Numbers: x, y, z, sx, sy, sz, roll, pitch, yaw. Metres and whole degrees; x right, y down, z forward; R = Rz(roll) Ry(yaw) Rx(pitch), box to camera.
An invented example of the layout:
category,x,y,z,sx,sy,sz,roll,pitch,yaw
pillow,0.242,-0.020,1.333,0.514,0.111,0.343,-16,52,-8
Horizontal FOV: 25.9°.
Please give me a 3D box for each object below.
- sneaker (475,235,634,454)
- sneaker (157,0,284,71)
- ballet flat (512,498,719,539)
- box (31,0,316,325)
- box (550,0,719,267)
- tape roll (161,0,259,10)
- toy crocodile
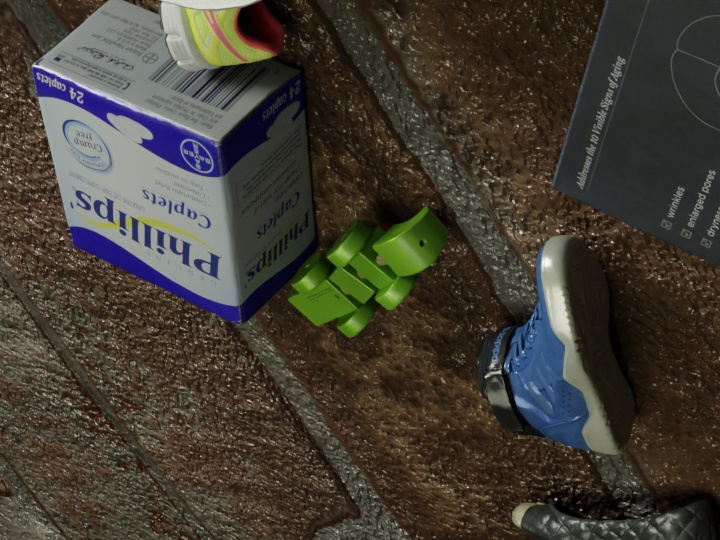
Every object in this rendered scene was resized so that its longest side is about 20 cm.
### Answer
category,x,y,z,sx,sy,sz,roll,pitch,yaw
sneaker,0.128,0.055,1.148,0.111,0.077,0.200,4,138,29
sneaker,-0.099,-0.225,1.076,0.090,0.078,0.200,9,139,23
ballet flat,0.207,0.205,1.274,0.199,0.066,0.057,0,84,44
box,-0.142,-0.084,1.234,0.183,0.105,0.201,24,143,24
box,0.228,-0.102,0.832,0.196,0.124,0.200,25,143,12
tape roll,-0.087,-0.263,0.949,0.201,0.071,0.203,8,113,18
toy crocodile,0.000,0.000,1.235,0.067,0.062,0.200,40,151,-8
